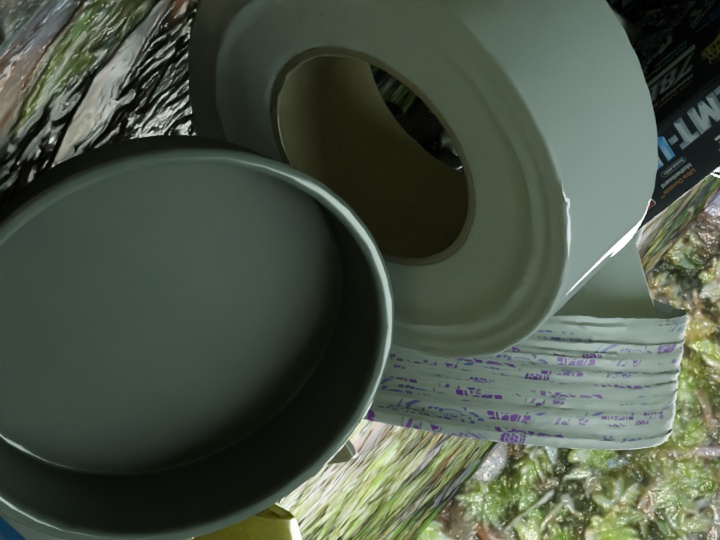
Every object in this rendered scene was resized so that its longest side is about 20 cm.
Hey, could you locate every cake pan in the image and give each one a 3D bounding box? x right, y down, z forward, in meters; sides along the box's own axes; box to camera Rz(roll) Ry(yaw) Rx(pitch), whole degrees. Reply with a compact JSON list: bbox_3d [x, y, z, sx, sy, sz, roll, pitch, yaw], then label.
[{"bbox_3d":[-0.086,0.027,1.244,0.200,0.200,0.037,-53,-147,18],"label":"cake pan"}]

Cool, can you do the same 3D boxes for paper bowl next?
[{"bbox_3d":[0.056,0.018,1.415,0.201,0.200,0.105,-14,112,-74],"label":"paper bowl"}]

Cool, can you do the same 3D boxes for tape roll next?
[{"bbox_3d":[0.023,-0.064,1.248,0.071,0.202,0.203,-42,168,-37],"label":"tape roll"}]

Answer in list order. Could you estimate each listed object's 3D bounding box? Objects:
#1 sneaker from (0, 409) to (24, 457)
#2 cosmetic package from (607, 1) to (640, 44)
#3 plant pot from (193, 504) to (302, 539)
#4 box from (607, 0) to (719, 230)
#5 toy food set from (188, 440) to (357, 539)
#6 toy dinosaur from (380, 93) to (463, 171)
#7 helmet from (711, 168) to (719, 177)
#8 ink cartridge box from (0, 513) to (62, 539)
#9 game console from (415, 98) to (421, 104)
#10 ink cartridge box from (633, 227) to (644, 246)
[{"bbox_3d":[-0.175,0.062,1.303,0.200,0.072,0.083,-39,139,-47],"label":"sneaker"},{"bbox_3d":[0.068,-0.129,1.478,0.090,0.107,0.200,-50,172,9],"label":"cosmetic package"},{"bbox_3d":[-0.107,0.205,1.814,0.200,0.199,0.143,5,100,-78],"label":"plant pot"},{"bbox_3d":[0.157,-0.109,1.582,0.200,0.050,0.199,-41,-154,27],"label":"box"},{"bbox_3d":[-0.111,0.146,1.636,0.143,0.061,0.200,-8,-160,38],"label":"toy food set"},{"bbox_3d":[0.021,-0.056,1.556,0.077,0.102,0.200,-48,169,-3],"label":"toy dinosaur"},{"bbox_3d":[0.221,-0.173,1.757,0.200,0.191,0.200,-34,-166,10],"label":"helmet"},{"bbox_3d":[-0.146,0.099,1.449,0.200,0.084,0.145,-46,170,-21],"label":"ink cartridge box"},{"bbox_3d":[0.074,-0.045,1.795,0.176,0.116,0.200,-42,168,-36],"label":"game console"},{"bbox_3d":[0.120,-0.042,1.785,0.200,0.067,0.117,-98,-154,-71],"label":"ink cartridge box"}]
